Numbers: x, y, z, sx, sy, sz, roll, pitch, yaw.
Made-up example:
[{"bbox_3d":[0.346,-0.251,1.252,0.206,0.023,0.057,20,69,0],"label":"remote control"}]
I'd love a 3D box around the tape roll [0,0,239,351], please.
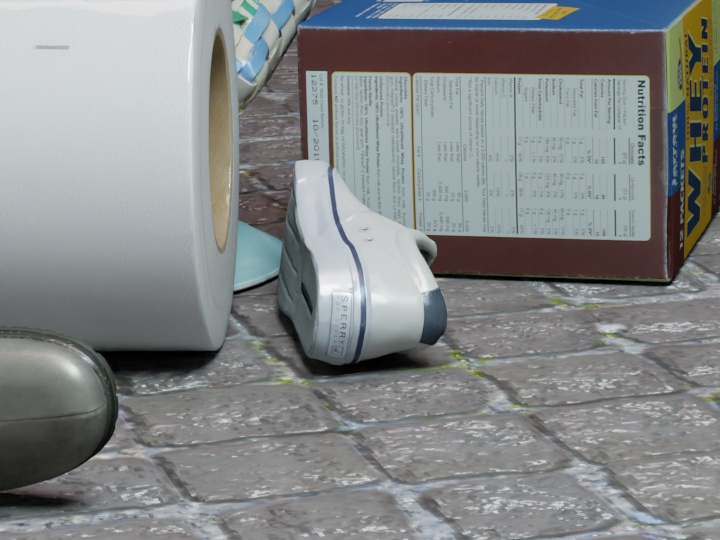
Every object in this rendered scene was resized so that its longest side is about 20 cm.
[{"bbox_3d":[-0.135,-0.061,1.351,0.139,0.203,0.203,0,14,3],"label":"tape roll"}]

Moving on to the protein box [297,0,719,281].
[{"bbox_3d":[0.088,-0.084,1.561,0.199,0.135,0.199,2,14,15],"label":"protein box"}]

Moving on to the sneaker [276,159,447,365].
[{"bbox_3d":[0.000,0.000,1.391,0.071,0.073,0.200,6,21,-10],"label":"sneaker"}]

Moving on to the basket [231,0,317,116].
[{"bbox_3d":[-0.128,-0.163,1.510,0.200,0.139,0.176,32,39,-3],"label":"basket"}]

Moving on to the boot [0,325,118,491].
[{"bbox_3d":[-0.202,0.078,1.099,0.200,0.068,0.131,-6,17,16],"label":"boot"}]

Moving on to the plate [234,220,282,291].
[{"bbox_3d":[-0.137,-0.014,1.532,0.200,0.026,0.200,-1,15,0],"label":"plate"}]
